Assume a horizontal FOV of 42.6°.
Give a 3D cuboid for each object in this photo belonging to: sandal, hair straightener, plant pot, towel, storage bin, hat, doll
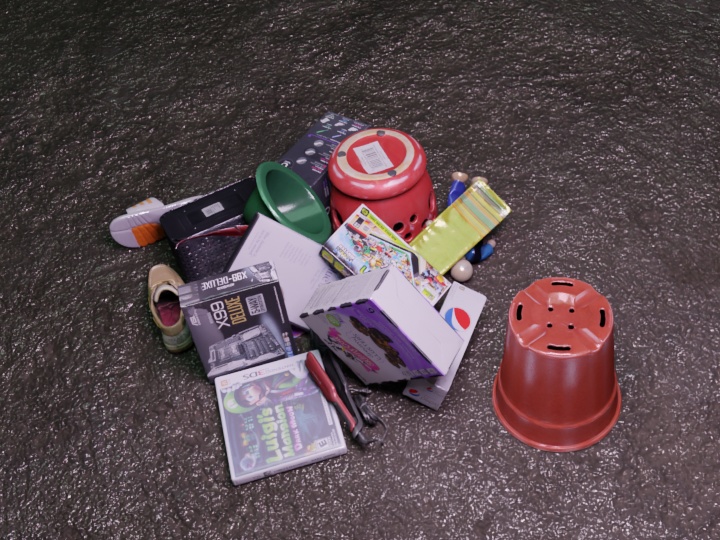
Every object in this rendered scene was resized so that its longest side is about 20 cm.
[{"bbox_3d":[-0.385,-0.106,1.783,0.204,0.080,0.059,-18,45,-20],"label":"sandal"},{"bbox_3d":[-0.010,0.196,1.445,0.076,0.041,0.200,-12,45,-32],"label":"hair straightener"},{"bbox_3d":[0.040,-0.143,1.672,0.197,0.184,0.202,-3,46,3],"label":"plant pot"},{"bbox_3d":[0.166,-0.069,1.608,0.200,0.018,0.086,-42,70,-11],"label":"towel"},{"bbox_3d":[-0.253,-0.077,1.696,0.198,0.095,0.135,-24,34,-14],"label":"storage bin"},{"bbox_3d":[-0.179,-0.077,1.613,0.176,0.200,0.167,-38,27,26],"label":"hat"},{"bbox_3d":[0.181,-0.073,1.646,0.135,0.048,0.203,12,66,-14],"label":"doll"},{"bbox_3d":[0.293,0.129,1.365,0.198,0.197,0.202,-5,47,5],"label":"plant pot"}]

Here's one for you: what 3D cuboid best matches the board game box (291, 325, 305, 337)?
[{"bbox_3d":[-0.158,0.042,1.625,0.197,0.039,0.159,2,48,12],"label":"board game box"}]

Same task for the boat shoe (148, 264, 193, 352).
[{"bbox_3d":[-0.337,0.051,1.629,0.073,0.067,0.201,-21,48,-10],"label":"boat shoe"}]

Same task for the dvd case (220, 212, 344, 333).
[{"bbox_3d":[-0.123,0.008,1.518,0.144,0.199,0.018,-59,31,8],"label":"dvd case"}]

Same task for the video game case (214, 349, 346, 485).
[{"bbox_3d":[-0.130,0.228,1.462,0.179,0.024,0.201,-15,47,-5],"label":"video game case"}]

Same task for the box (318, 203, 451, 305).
[{"bbox_3d":[0.041,-0.003,1.512,0.200,0.035,0.110,42,65,3],"label":"box"}]

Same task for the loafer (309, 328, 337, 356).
[{"bbox_3d":[0.010,0.101,1.522,0.197,0.073,0.073,-2,46,7],"label":"loafer"}]

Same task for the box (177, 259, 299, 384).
[{"bbox_3d":[-0.192,0.086,1.481,0.156,0.201,0.050,-15,47,-6],"label":"box"}]

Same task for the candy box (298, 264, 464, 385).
[{"bbox_3d":[0.028,0.087,1.382,0.199,0.168,0.072,-17,33,54],"label":"candy box"}]

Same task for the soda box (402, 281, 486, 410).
[{"bbox_3d":[0.137,0.119,1.478,0.063,0.068,0.201,25,53,4],"label":"soda box"}]

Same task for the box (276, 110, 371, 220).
[{"bbox_3d":[-0.069,-0.192,1.772,0.105,0.123,0.200,23,54,27],"label":"box"}]
